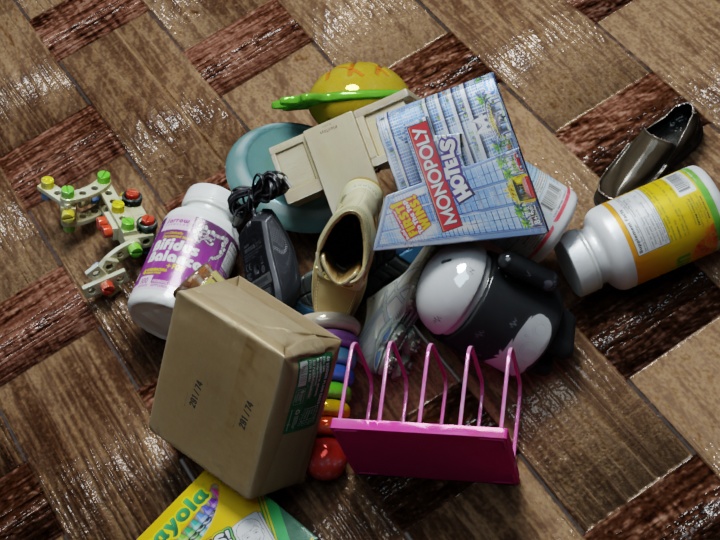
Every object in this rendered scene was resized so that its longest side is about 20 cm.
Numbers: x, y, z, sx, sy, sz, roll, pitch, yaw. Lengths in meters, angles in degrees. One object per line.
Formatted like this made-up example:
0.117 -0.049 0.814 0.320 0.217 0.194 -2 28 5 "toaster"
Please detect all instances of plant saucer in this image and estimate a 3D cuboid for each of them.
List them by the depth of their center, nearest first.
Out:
-0.084 -0.136 1.826 0.200 0.027 0.200 9 49 -11 "plant saucer"

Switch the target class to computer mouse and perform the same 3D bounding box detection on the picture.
-0.111 -0.021 1.713 0.053 0.138 0.200 -2 80 -33 "computer mouse"

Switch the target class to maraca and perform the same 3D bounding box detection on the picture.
-0.023 -0.236 1.862 0.200 0.137 0.107 -4 88 -19 "maraca"

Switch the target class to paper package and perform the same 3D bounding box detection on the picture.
-0.138 0.135 1.560 0.190 0.200 0.103 29 26 31 "paper package"

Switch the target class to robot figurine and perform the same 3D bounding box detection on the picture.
0.162 0.046 1.602 0.200 0.125 0.150 28 96 -14 "robot figurine"

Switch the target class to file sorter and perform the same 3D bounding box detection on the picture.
0.084 0.160 1.555 0.200 0.139 0.126 2 61 14 "file sorter"

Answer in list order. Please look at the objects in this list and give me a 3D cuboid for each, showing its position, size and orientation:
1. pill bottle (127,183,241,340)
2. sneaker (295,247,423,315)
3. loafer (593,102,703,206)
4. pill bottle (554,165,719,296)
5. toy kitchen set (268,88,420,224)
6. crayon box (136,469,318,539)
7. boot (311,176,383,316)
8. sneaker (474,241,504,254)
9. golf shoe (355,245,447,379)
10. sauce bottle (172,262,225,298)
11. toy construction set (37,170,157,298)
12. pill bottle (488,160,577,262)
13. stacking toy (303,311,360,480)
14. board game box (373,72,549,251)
-0.225 -0.014 1.770 0.112 0.112 0.200 7 58 18 "pill bottle"
0.000 0.000 1.747 0.200 0.073 0.082 -25 16 7 "sneaker"
0.375 -0.154 1.755 0.073 0.071 0.200 31 67 29 "loafer"
0.348 -0.043 1.661 0.200 0.111 0.111 -23 54 -3 "pill bottle"
0.019 -0.116 1.780 0.200 0.180 0.164 -22 82 14 "toy kitchen set"
-0.170 0.343 1.543 0.172 0.058 0.200 34 69 30 "crayon box"
-0.023 -0.002 1.622 0.073 0.200 0.155 18 20 0 "boot"
0.151 -0.075 1.749 0.104 0.075 0.201 -1 60 6 "sneaker"
0.048 0.033 1.678 0.097 0.078 0.200 24 81 39 "golf shoe"
-0.147 0.082 1.665 0.066 0.066 0.200 -42 91 -16 "sauce bottle"
-0.357 -0.058 1.844 0.131 0.092 0.200 -12 58 -26 "toy construction set"
0.158 -0.100 1.642 0.200 0.109 0.109 32 63 -5 "pill bottle"
-0.040 0.155 1.623 0.085 0.085 0.200 -5 69 9 "stacking toy"
0.094 -0.105 1.559 0.199 0.062 0.200 -20 90 11 "board game box"
